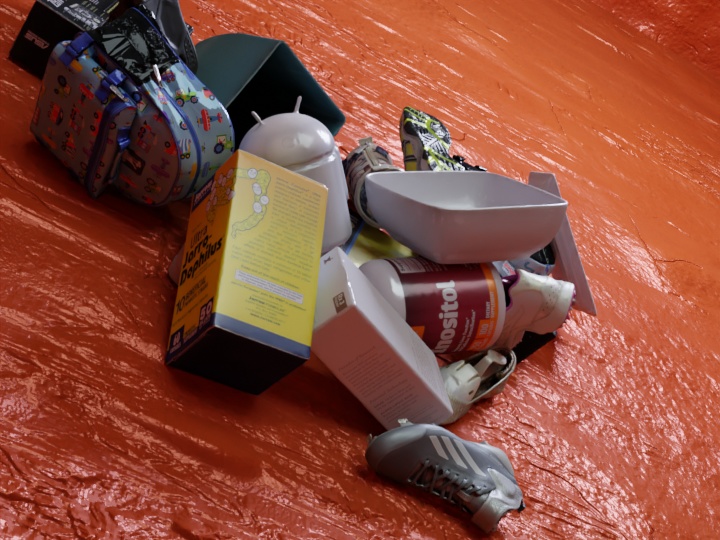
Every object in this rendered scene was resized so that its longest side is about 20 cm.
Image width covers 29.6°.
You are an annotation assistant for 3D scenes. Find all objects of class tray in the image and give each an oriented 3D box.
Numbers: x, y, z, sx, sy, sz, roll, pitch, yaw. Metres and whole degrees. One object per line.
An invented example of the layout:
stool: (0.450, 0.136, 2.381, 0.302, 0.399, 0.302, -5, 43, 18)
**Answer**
tray: (0.267, -0.035, 1.849, 0.107, 0.022, 0.202, -155, -134, -78)

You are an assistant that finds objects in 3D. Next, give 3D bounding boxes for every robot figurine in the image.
robot figurine: (-0.074, -0.088, 1.529, 0.112, 0.203, 0.169, 0, 19, 37)

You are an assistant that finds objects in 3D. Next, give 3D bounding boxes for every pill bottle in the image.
pill bottle: (0.056, 0.042, 1.550, 0.198, 0.114, 0.113, -4, 43, -27)

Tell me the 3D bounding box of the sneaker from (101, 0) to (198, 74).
sneaker: (-0.257, -0.306, 1.547, 0.113, 0.201, 0.076, 15, 43, 33)

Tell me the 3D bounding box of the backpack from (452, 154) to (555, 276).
backpack: (0.174, -0.043, 1.847, 0.199, 0.155, 0.163, 35, 8, 30)

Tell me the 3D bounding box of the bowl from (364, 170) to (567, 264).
bowl: (0.119, -0.062, 1.587, 0.198, 0.076, 0.199, -5, 18, -27)

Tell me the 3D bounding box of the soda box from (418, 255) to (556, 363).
soda box: (0.164, 0.019, 1.740, 0.200, 0.071, 0.064, 47, 25, -14)

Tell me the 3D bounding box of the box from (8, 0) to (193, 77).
box: (-0.318, -0.286, 1.703, 0.163, 0.086, 0.201, 33, 27, -8)

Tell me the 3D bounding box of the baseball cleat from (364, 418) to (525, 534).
baseball cleat: (0.097, 0.213, 1.397, 0.198, 0.070, 0.107, 12, 34, -38)

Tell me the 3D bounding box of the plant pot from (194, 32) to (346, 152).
plant pot: (-0.151, -0.197, 1.643, 0.199, 0.142, 0.141, 28, -15, 49)

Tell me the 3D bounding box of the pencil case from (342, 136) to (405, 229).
pencil case: (0.019, -0.113, 1.766, 0.200, 0.077, 0.090, -118, -172, -75)

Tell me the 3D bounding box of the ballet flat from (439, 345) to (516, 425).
ballet flat: (0.121, 0.124, 1.579, 0.067, 0.063, 0.199, 45, 28, 14)

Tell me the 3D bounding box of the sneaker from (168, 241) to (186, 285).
sneaker: (-0.147, -0.047, 1.519, 0.072, 0.085, 0.200, 30, 25, -5)

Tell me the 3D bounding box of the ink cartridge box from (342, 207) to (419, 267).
ink cartridge box: (0.000, 0.000, 1.662, 0.197, 0.047, 0.200, 35, 24, -4)

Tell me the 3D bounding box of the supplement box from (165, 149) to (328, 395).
supplement box: (-0.112, 0.003, 1.365, 0.109, 0.109, 0.202, 21, 56, -25)

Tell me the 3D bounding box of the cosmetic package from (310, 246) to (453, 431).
cosmetic package: (0.011, 0.082, 1.424, 0.200, 0.074, 0.102, 47, 16, -34)

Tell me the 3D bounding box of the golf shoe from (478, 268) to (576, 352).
golf shoe: (0.172, 0.044, 1.639, 0.091, 0.200, 0.076, 26, 61, -19)

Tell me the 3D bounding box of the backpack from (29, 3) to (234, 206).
backpack: (-0.240, -0.153, 1.481, 0.200, 0.183, 0.134, 46, 47, 8)

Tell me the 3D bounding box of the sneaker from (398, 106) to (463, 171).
sneaker: (0.079, -0.142, 1.786, 0.075, 0.077, 0.201, 18, 34, -22)
